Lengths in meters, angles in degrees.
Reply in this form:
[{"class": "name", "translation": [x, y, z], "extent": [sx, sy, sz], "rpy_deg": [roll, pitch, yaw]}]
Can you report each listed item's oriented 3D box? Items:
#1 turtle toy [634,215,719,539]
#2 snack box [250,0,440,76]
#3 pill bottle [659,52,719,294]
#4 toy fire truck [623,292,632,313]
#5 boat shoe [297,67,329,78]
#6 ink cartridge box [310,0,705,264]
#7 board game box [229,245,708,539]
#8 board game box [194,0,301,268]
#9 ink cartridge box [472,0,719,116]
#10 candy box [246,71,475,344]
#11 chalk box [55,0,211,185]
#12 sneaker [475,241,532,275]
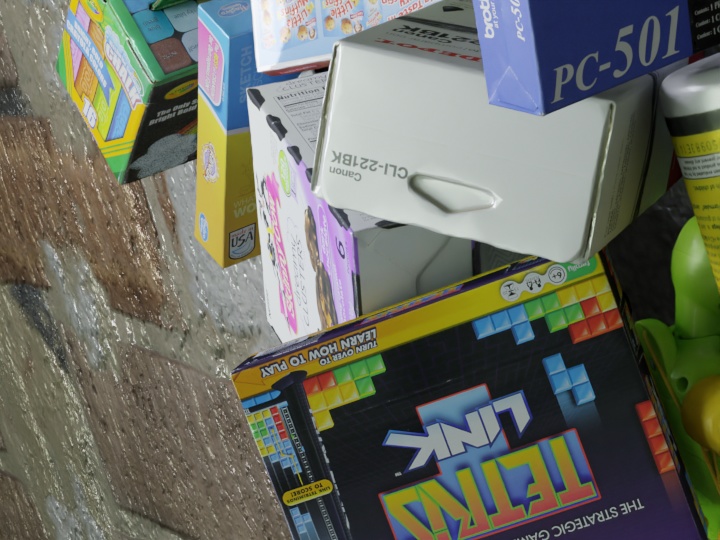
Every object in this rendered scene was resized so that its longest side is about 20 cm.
[{"class": "turtle toy", "translation": [0.201, 0.065, 1.066], "extent": [0.146, 0.101, 0.200], "rpy_deg": [-145, 36, -69]}, {"class": "snack box", "translation": [0.024, -0.166, 1.181], "extent": [0.200, 0.024, 0.072], "rpy_deg": [-7, 86, 29]}, {"class": "pill bottle", "translation": [0.223, -0.013, 0.955], "extent": [0.112, 0.112, 0.200], "rpy_deg": [-4, 106, 63]}, {"class": "toy fire truck", "translation": [0.066, 0.074, 1.262], "extent": [0.200, 0.129, 0.176], "rpy_deg": [8, 126, 17]}, {"class": "boat shoe", "translation": [0.046, -0.071, 1.239], "extent": [0.200, 0.072, 0.069], "rpy_deg": [36, 148, 9]}, {"class": "ink cartridge box", "translation": [0.081, -0.079, 1.018], "extent": [0.144, 0.200, 0.084], "rpy_deg": [14, 110, 18]}, {"class": "board game box", "translation": [0.056, 0.092, 1.014], "extent": [0.057, 0.200, 0.166], "rpy_deg": [-36, -75, -77]}, {"class": "board game box", "translation": [-0.036, -0.109, 1.337], "extent": [0.040, 0.153, 0.200], "rpy_deg": [48, 149, 36]}, {"class": "ink cartridge box", "translation": [0.140, -0.147, 0.909], "extent": [0.044, 0.200, 0.094], "rpy_deg": [22, 128, 53]}, {"class": "candy box", "translation": [0.000, 0.000, 1.147], "extent": [0.200, 0.071, 0.168], "rpy_deg": [-126, 27, -56]}, {"class": "chalk box", "translation": [-0.142, -0.180, 1.523], "extent": [0.124, 0.125, 0.200], "rpy_deg": [59, 152, 17]}, {"class": "sneaker", "translation": [0.093, 0.055, 1.110], "extent": [0.116, 0.074, 0.200], "rpy_deg": [141, 117, -69]}]
